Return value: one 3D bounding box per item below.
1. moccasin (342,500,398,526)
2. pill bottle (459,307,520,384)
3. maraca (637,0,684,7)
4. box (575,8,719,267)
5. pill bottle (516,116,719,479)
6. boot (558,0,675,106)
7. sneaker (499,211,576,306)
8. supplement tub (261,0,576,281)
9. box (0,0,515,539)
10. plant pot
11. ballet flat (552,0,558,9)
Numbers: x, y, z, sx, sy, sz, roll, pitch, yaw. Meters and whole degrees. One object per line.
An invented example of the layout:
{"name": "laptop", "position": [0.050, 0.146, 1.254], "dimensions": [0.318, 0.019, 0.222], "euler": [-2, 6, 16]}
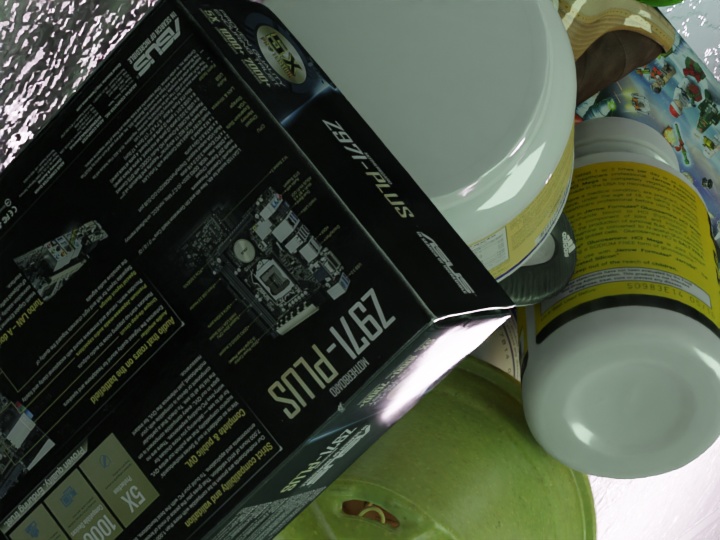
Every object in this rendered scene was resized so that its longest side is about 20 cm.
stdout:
{"name": "moccasin", "position": [0.004, 0.155, 1.407], "dimensions": [0.201, 0.078, 0.074], "euler": [16, 110, -32]}
{"name": "pill bottle", "position": [0.072, 0.035, 1.411], "dimensions": [0.200, 0.119, 0.120], "euler": [-24, 143, -55]}
{"name": "maraca", "position": [0.149, -0.227, 1.180], "dimensions": [0.107, 0.137, 0.201], "euler": [-16, 133, -31]}
{"name": "box", "position": [0.194, -0.048, 1.459], "dimensions": [0.137, 0.200, 0.040], "euler": [-44, -174, -31]}
{"name": "pill bottle", "position": [0.141, 0.008, 1.301], "dimensions": [0.200, 0.112, 0.113], "euler": [-88, -168, -50]}
{"name": "boot", "position": [0.091, -0.103, 1.355], "dimensions": [0.166, 0.072, 0.200], "euler": [-48, 164, 13]}
{"name": "sneaker", "position": [0.000, 0.000, 1.233], "dimensions": [0.200, 0.076, 0.115], "euler": [-1, 175, -25]}
{"name": "supplement tub", "position": [0.023, -0.070, 1.059], "dimensions": [0.146, 0.145, 0.200], "euler": [-54, 170, -5]}
{"name": "box", "position": [-0.071, 0.020, 0.924], "dimensions": [0.200, 0.164, 0.086], "euler": [-45, 164, 19]}
{"name": "plant pot", "position": [0.012, 0.153, 1.231], "dimensions": [0.201, 0.200, 0.184], "euler": [-61, 172, 13]}
{"name": "ballet flat", "position": [0.070, -0.124, 1.189], "dimensions": [0.066, 0.067, 0.201], "euler": [-8, 130, -18]}
